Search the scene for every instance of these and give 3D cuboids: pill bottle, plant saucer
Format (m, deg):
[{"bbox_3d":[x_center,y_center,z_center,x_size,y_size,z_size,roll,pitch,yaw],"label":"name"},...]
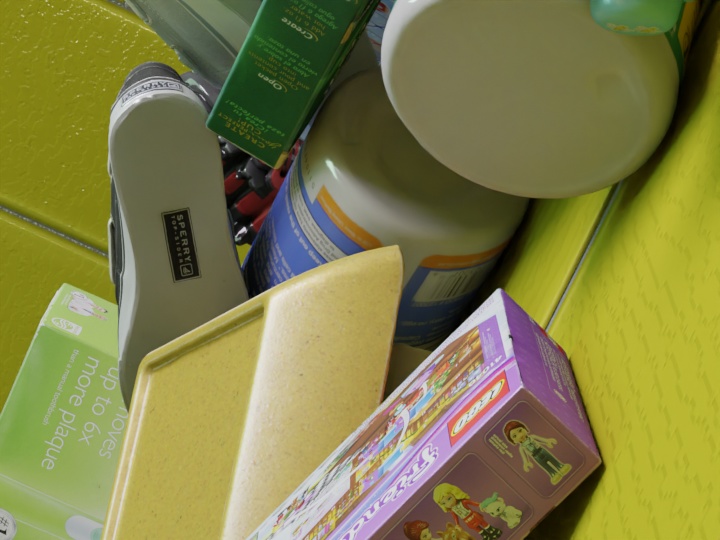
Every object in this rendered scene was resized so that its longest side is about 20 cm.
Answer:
[{"bbox_3d":[0.084,-0.134,0.879,0.113,0.112,0.200,120,173,-48],"label":"pill bottle"},{"bbox_3d":[0.000,0.000,1.130,0.200,0.112,0.112,121,172,-48],"label":"pill bottle"},{"bbox_3d":[-0.063,0.096,0.974,0.200,0.048,0.201,-27,48,57],"label":"plant saucer"}]

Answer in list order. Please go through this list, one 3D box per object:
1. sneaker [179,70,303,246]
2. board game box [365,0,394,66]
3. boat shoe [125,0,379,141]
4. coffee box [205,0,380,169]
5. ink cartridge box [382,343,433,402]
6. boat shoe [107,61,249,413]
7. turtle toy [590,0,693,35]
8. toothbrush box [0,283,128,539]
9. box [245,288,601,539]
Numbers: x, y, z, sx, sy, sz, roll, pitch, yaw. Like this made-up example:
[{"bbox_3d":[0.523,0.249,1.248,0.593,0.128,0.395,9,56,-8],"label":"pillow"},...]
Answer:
[{"bbox_3d":[-0.026,-0.045,1.254,0.098,0.200,0.071,-51,13,-34],"label":"sneaker"},{"bbox_3d":[0.016,-0.153,1.166,0.056,0.199,0.196,-65,3,-37],"label":"board game box"},{"bbox_3d":[-0.063,-0.127,1.118,0.071,0.201,0.070,2,59,41],"label":"boat shoe"},{"bbox_3d":[-0.005,-0.140,0.996,0.123,0.044,0.200,-61,3,-30],"label":"coffee box"},{"bbox_3d":[0.008,0.108,0.926,0.200,0.050,0.162,128,166,-78],"label":"ink cartridge box"},{"bbox_3d":[-0.090,-0.005,1.113,0.064,0.070,0.201,-113,20,-66],"label":"boat shoe"},{"bbox_3d":[0.114,-0.152,0.700,0.146,0.101,0.200,-38,-13,-43],"label":"turtle toy"},{"bbox_3d":[-0.122,0.120,1.344,0.086,0.199,0.146,-86,21,-73],"label":"toothbrush box"},{"bbox_3d":[-0.005,0.102,0.774,0.200,0.039,0.137,-45,8,10],"label":"box"}]
